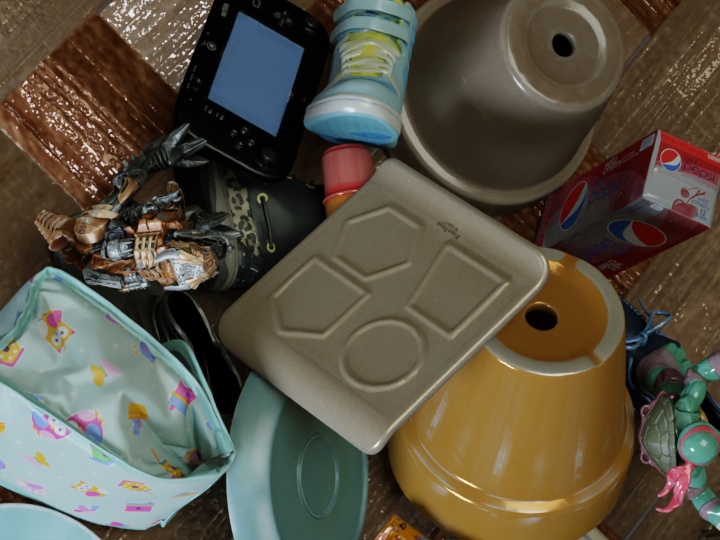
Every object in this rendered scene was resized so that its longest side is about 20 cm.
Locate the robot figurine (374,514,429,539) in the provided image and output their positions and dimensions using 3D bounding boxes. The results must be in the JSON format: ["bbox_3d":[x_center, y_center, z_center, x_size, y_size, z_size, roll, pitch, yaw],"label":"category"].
[{"bbox_3d":[0.071,0.294,1.697,0.200,0.058,0.145,39,109,-1],"label":"robot figurine"}]

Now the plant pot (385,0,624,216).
[{"bbox_3d":[0.129,-0.162,1.801,0.198,0.174,0.202,5,75,-20],"label":"plant pot"}]

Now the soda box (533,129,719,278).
[{"bbox_3d":[0.220,-0.050,1.795,0.069,0.200,0.064,22,69,-16],"label":"soda box"}]

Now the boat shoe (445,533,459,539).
[{"bbox_3d":[0.139,0.281,1.756,0.068,0.072,0.201,-39,98,-33],"label":"boat shoe"}]

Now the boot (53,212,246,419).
[{"bbox_3d":[-0.155,0.029,1.657,0.067,0.131,0.201,-32,90,-25],"label":"boot"}]

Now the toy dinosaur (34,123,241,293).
[{"bbox_3d":[-0.168,-0.034,1.589,0.199,0.103,0.136,27,49,27],"label":"toy dinosaur"}]

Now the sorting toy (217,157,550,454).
[{"bbox_3d":[0.017,0.026,1.617,0.185,0.037,0.200,33,71,36],"label":"sorting toy"}]

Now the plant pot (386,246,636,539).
[{"bbox_3d":[0.128,0.086,1.693,0.198,0.184,0.202,4,50,-5],"label":"plant pot"}]

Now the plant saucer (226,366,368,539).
[{"bbox_3d":[-0.041,0.158,1.663,0.200,0.027,0.202,10,79,-62],"label":"plant saucer"}]

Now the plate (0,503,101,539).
[{"bbox_3d":[-0.260,0.275,1.612,0.198,0.026,0.202,6,74,-21],"label":"plate"}]

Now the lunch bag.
[{"bbox_3d":[-0.198,0.110,1.597,0.199,0.170,0.123,33,57,-11],"label":"lunch bag"}]

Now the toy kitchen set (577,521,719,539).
[{"bbox_3d":[0.267,0.208,1.772,0.180,0.163,0.200,43,65,-8],"label":"toy kitchen set"}]

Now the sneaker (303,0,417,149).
[{"bbox_3d":[0.003,-0.168,1.715,0.079,0.200,0.132,9,89,-1],"label":"sneaker"}]

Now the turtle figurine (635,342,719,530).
[{"bbox_3d":[0.268,0.126,1.717,0.100,0.200,0.151,9,98,-9],"label":"turtle figurine"}]

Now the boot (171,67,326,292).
[{"bbox_3d":[-0.070,-0.074,1.758,0.152,0.073,0.206,6,68,-30],"label":"boot"}]

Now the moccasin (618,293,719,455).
[{"bbox_3d":[0.251,0.075,1.851,0.200,0.068,0.081,43,65,-7],"label":"moccasin"}]

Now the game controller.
[{"bbox_3d":[-0.085,-0.151,1.711,0.104,0.042,0.201,35,42,-20],"label":"game controller"}]

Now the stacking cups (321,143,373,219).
[{"bbox_3d":[0.000,0.000,1.696,0.060,0.060,0.202,-2,77,-23],"label":"stacking cups"}]
